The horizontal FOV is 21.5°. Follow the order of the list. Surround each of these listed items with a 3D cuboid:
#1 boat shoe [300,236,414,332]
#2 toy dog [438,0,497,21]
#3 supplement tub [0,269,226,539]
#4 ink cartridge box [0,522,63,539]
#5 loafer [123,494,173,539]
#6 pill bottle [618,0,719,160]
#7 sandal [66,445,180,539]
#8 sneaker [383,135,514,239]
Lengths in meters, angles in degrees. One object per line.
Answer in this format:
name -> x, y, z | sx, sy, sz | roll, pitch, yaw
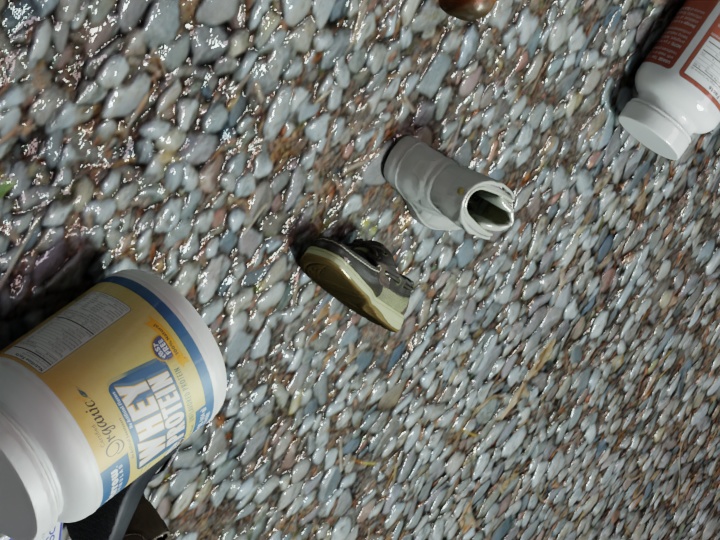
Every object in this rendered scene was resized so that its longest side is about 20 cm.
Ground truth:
boat shoe -> 0.000, 0.000, 1.830 | 0.065, 0.073, 0.200 | -64, 157, -9
toy dog -> 0.053, -0.282, 1.462 | 0.193, 0.199, 0.141 | -1, 120, -58
supplement tub -> -0.219, 0.106, 1.492 | 0.200, 0.144, 0.146 | -38, 147, -33
ink cartridge box -> -0.347, 0.304, 1.608 | 0.199, 0.047, 0.199 | -27, 139, -46
loafer -> -0.225, 0.299, 1.767 | 0.073, 0.071, 0.202 | -23, 138, -46
pill bottle -> 0.383, -0.230, 2.152 | 0.201, 0.112, 0.112 | -54, 153, -4
sandal -> -0.199, 0.162, 1.671 | 0.043, 0.076, 0.201 | -4, 133, -55
sneaker -> 0.106, -0.061, 1.878 | 0.074, 0.115, 0.200 | -59, 154, 2
